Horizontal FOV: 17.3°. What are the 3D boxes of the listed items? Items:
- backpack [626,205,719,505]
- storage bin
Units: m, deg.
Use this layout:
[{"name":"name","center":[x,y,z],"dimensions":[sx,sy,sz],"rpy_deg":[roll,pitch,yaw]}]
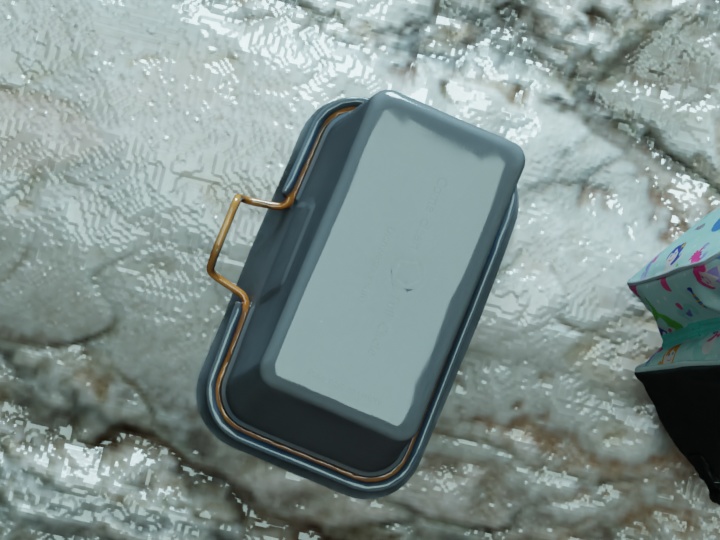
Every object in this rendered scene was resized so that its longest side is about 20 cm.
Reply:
[{"name":"backpack","center":[0.246,0.014,1.193],"dimensions":[0.200,0.178,0.151],"rpy_deg":[-28,91,-14]},{"name":"storage bin","center":[0.000,0.000,1.184],"dimensions":[0.145,0.134,0.200],"rpy_deg":[23,79,-4]}]
